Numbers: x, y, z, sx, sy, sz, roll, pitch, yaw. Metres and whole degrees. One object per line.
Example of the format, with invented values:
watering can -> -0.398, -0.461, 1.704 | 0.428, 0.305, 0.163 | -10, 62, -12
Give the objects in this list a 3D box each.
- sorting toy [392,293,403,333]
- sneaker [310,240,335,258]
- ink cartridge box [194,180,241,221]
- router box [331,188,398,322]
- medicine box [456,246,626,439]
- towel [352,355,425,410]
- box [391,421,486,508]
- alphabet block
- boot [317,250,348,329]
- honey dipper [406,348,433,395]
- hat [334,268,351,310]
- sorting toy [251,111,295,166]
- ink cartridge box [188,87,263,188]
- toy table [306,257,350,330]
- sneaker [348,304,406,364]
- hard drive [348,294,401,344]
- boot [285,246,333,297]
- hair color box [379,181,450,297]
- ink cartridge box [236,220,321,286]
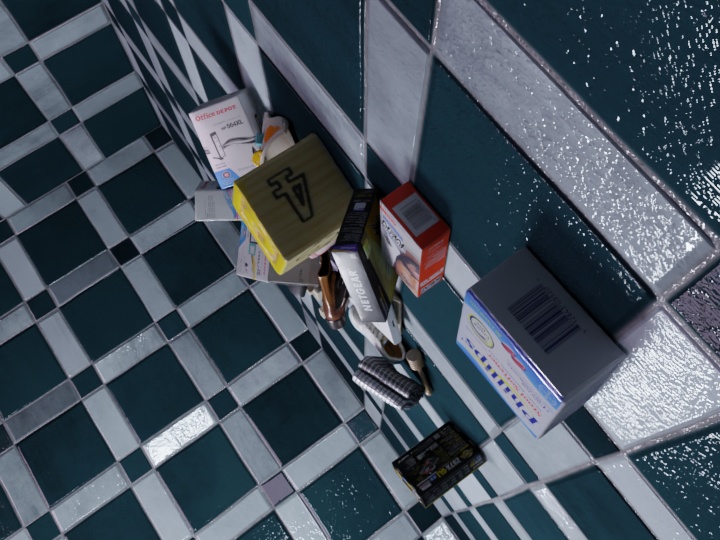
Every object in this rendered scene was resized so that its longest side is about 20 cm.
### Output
sorting toy -> 0.036, 0.054, 1.728 | 0.185, 0.036, 0.200 | 50, 167, 27
sneaker -> -0.087, -0.128, 1.680 | 0.075, 0.104, 0.201 | 38, -147, -41
ink cartridge box -> -0.319, -0.181, 1.839 | 0.146, 0.198, 0.083 | -111, 21, -72
router box -> 0.018, -0.026, 1.319 | 0.052, 0.158, 0.201 | 1, 140, 21
medicine box -> 0.226, 0.102, 0.944 | 0.182, 0.103, 0.200 | 51, 166, 23
towel -> 0.083, 0.297, 1.903 | 0.165, 0.086, 0.200 | 29, -179, 19
box -> 0.201, 0.500, 1.859 | 0.160, 0.199, 0.050 | 37, 157, 56
alphabet block -> -0.134, -0.134, 1.496 | 0.197, 0.199, 0.195 | 56, 167, 3
boot -> -0.081, 0.014, 1.747 | 0.189, 0.068, 0.201 | -85, -14, -45
honey dipper -> 0.155, 0.266, 1.825 | 0.038, 0.038, 0.201 | 46, 167, 38
hat -> 0.000, 0.000, 1.587 | 0.080, 0.202, 0.201 | 13, 171, -8
sorting toy -> -0.194, -0.280, 1.674 | 0.181, 0.106, 0.201 | -109, -3, -47
ink cartridge box -> -0.306, -0.320, 1.737 | 0.084, 0.145, 0.201 | -65, -43, -60
toy table -> -0.072, 0.061, 1.985 | 0.200, 0.117, 0.184 | 47, 165, 33
sneaker -> 0.050, 0.161, 1.878 | 0.200, 0.076, 0.081 | 46, 170, 1
hard drive -> 0.022, 0.077, 1.712 | 0.200, 0.027, 0.132 | 41, 157, 45
boot -> -0.134, -0.015, 1.875 | 0.065, 0.201, 0.165 | 11, -153, -32
hair color box -> 0.088, -0.047, 1.195 | 0.111, 0.064, 0.200 | 51, 168, 21
ink cartridge box -> -0.203, -0.046, 1.800 | 0.200, 0.145, 0.148 | 9, 93, 58
